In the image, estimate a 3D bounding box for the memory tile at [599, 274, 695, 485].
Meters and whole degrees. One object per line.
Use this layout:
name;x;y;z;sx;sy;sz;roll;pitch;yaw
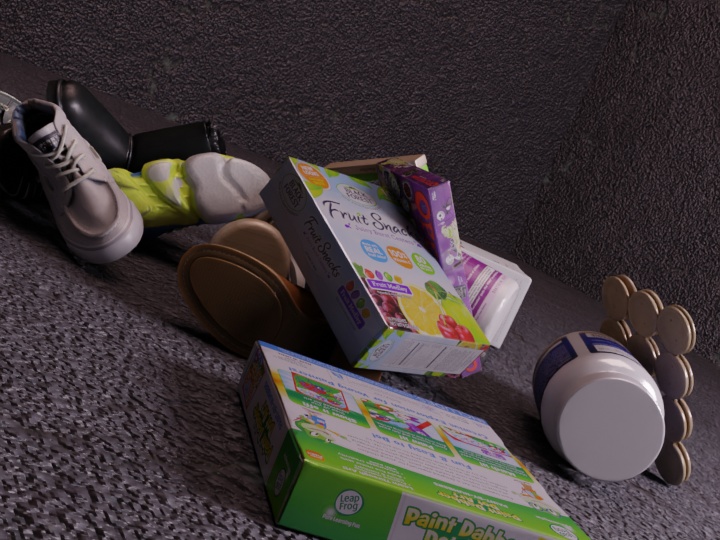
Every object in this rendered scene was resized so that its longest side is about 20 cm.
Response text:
memory tile;0.307;0.115;0.985;0.017;0.201;0.153;-11;19;-18

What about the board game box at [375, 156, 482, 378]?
board game box;0.067;-0.005;0.907;0.032;0.201;0.120;-21;24;-21

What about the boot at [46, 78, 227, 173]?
boot;-0.232;-0.136;0.988;0.162;0.074;0.199;-6;-35;0

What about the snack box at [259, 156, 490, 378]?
snack box;0.011;-0.002;0.802;0.142;0.053;0.200;14;37;-47

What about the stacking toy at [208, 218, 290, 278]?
stacking toy;-0.130;-0.020;0.999;0.085;0.086;0.200;22;2;-13

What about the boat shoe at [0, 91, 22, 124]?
boat shoe;-0.420;-0.170;1.128;0.062;0.073;0.200;26;2;44

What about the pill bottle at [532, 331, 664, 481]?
pill bottle;0.232;0.130;0.899;0.115;0.116;0.200;25;8;5

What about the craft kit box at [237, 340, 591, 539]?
craft kit box;0.027;0.125;0.600;0.199;0.049;0.198;21;6;-18

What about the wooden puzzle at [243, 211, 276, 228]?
wooden puzzle;-0.043;-0.048;1.139;0.199;0.037;0.185;22;-33;-24

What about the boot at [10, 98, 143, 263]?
boot;-0.270;-0.087;0.836;0.200;0.073;0.096;40;-17;44

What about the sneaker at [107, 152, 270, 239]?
sneaker;-0.197;-0.076;0.980;0.199;0.076;0.105;-1;-12;-20

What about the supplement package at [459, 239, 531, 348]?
supplement package;0.133;0.014;1.363;0.199;0.118;0.117;23;10;-5

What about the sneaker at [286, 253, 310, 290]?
sneaker;-0.054;-0.001;1.003;0.080;0.077;0.200;15;30;-18

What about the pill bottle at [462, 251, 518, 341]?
pill bottle;0.103;0.018;1.236;0.200;0.113;0.112;30;9;13

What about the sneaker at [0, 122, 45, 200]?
sneaker;-0.381;-0.123;0.973;0.115;0.076;0.200;20;-3;6

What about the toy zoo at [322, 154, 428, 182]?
toy zoo;0.039;-0.025;0.994;0.131;0.201;0.020;0;26;41

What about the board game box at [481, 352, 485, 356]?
board game box;0.023;0.058;1.085;0.200;0.026;0.200;29;9;34

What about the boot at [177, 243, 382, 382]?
boot;-0.069;0.035;0.819;0.200;0.074;0.155;35;7;-10
